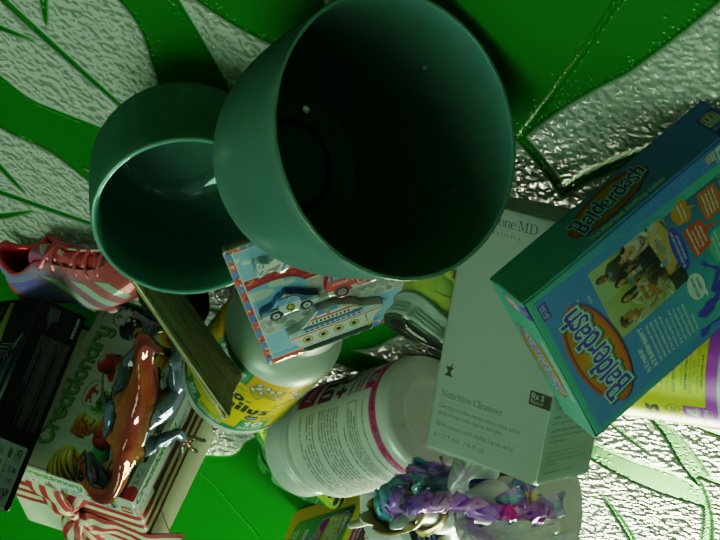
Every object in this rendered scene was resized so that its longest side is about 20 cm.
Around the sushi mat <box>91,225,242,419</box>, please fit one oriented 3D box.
[{"bbox_3d":[-0.162,0.029,1.376,0.012,0.096,0.200,-30,102,13],"label":"sushi mat"}]

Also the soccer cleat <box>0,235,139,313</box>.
[{"bbox_3d":[-0.275,-0.003,1.561,0.199,0.067,0.077,-4,138,42],"label":"soccer cleat"}]

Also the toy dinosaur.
[{"bbox_3d":[-0.216,0.130,1.464,0.105,0.182,0.200,26,-177,16],"label":"toy dinosaur"}]

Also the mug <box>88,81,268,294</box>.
[{"bbox_3d":[-0.130,-0.068,1.314,0.185,0.115,0.152,32,116,-30],"label":"mug"}]

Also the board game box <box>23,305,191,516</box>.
[{"bbox_3d":[-0.236,0.133,1.596,0.126,0.201,0.035,16,147,13],"label":"board game box"}]

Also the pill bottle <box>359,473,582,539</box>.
[{"bbox_3d":[0.106,0.230,1.585,0.199,0.116,0.116,-3,137,35],"label":"pill bottle"}]

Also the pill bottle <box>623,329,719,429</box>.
[{"bbox_3d":[0.218,0.065,1.298,0.199,0.105,0.104,6,142,27],"label":"pill bottle"}]

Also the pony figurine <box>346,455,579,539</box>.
[{"bbox_3d":[0.106,0.204,1.397,0.192,0.167,0.200,-15,164,20],"label":"pony figurine"}]

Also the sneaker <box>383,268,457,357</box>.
[{"bbox_3d":[0.093,0.033,1.334,0.078,0.091,0.200,19,172,26],"label":"sneaker"}]

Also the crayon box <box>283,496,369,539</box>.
[{"bbox_3d":[-0.042,0.344,1.759,0.058,0.200,0.172,37,145,-19],"label":"crayon box"}]

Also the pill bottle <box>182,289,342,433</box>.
[{"bbox_3d":[-0.083,0.068,1.489,0.113,0.113,0.200,31,146,-9],"label":"pill bottle"}]

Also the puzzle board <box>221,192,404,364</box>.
[{"bbox_3d":[0.000,0.000,1.324,0.199,0.017,0.151,-20,138,-2],"label":"puzzle board"}]

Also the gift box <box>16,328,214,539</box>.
[{"bbox_3d":[-0.259,0.188,1.700,0.199,0.187,0.185,12,145,21],"label":"gift box"}]

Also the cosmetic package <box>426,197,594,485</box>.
[{"bbox_3d":[0.129,0.050,1.240,0.113,0.201,0.081,15,-168,38],"label":"cosmetic package"}]

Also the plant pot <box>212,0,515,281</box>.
[{"bbox_3d":[-0.014,-0.087,1.171,0.200,0.201,0.161,41,156,-22],"label":"plant pot"}]

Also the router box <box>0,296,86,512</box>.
[{"bbox_3d":[-0.351,0.128,1.577,0.052,0.201,0.157,27,165,-26],"label":"router box"}]

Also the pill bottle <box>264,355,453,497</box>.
[{"bbox_3d":[0.003,0.156,1.553,0.113,0.114,0.200,41,143,-22],"label":"pill bottle"}]

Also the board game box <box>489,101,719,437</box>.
[{"bbox_3d":[0.203,0.001,1.146,0.045,0.200,0.152,40,166,50],"label":"board game box"}]

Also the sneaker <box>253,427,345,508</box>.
[{"bbox_3d":[-0.081,0.186,1.683,0.083,0.074,0.200,-3,138,30],"label":"sneaker"}]

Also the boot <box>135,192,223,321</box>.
[{"bbox_3d":[-0.132,-0.009,1.456,0.138,0.078,0.200,6,143,18],"label":"boot"}]
